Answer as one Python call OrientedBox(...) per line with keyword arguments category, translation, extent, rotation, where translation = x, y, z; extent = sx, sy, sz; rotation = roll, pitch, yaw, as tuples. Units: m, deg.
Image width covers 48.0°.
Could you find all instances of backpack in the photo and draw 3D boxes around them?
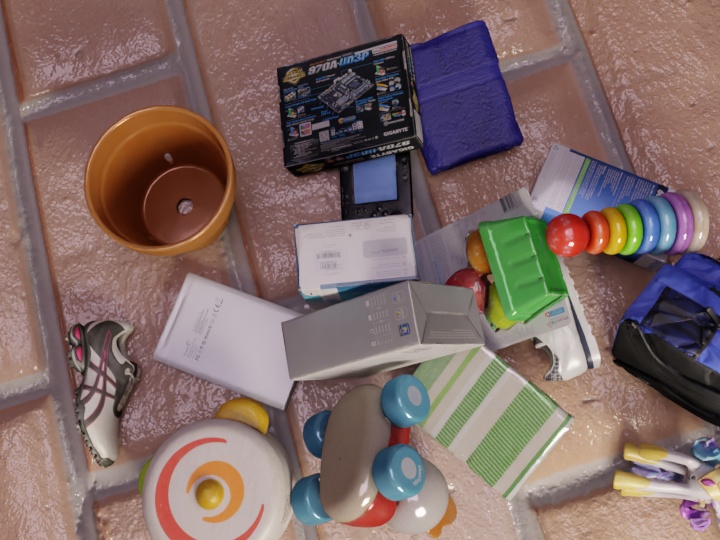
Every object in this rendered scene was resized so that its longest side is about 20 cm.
OrientedBox(category="backpack", translation=(0.438, 0.089, 0.995), extent=(0.200, 0.163, 0.168), rotation=(38, 83, 25))

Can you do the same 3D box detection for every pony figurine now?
OrientedBox(category="pony figurine", translation=(0.419, 0.264, 0.977), extent=(0.199, 0.193, 0.168), rotation=(7, 73, 25))

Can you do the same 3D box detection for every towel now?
OrientedBox(category="towel", translation=(0.140, -0.250, 1.175), extent=(0.147, 0.050, 0.201), rotation=(-17, 77, 7))
OrientedBox(category="towel", translation=(0.157, 0.183, 1.051), extent=(0.200, 0.023, 0.153), rotation=(38, 111, 12))

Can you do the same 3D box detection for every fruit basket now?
OrientedBox(category="fruit basket", translation=(0.169, 0.014, 1.072), extent=(0.200, 0.093, 0.186), rotation=(-29, 70, 42))

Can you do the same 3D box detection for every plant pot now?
OrientedBox(category="plant pot", translation=(-0.259, -0.106, 1.119), extent=(0.199, 0.140, 0.202), rotation=(-1, 76, 4))

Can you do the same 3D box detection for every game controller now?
OrientedBox(category="game controller", translation=(0.021, -0.149, 1.159), extent=(0.104, 0.042, 0.201), rotation=(-3, 76, 3))

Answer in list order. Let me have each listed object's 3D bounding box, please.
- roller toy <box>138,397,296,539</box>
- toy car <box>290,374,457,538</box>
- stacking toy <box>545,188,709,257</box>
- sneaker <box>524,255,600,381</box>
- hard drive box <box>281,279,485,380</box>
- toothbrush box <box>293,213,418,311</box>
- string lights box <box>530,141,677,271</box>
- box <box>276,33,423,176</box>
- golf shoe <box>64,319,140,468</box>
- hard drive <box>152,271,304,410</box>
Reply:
OrientedBox(category="roller toy", translation=(-0.174, 0.280, 1.023), extent=(0.199, 0.140, 0.183), rotation=(-33, 77, -4))
OrientedBox(category="toy car", translation=(0.049, 0.257, 1.027), extent=(0.200, 0.184, 0.178), rotation=(34, 45, -29))
OrientedBox(category="stacking toy", translation=(0.327, -0.054, 1.011), extent=(0.199, 0.085, 0.086), rotation=(-5, 76, -12))
OrientedBox(category="sneaker", translation=(0.252, 0.047, 1.085), extent=(0.080, 0.076, 0.201), rotation=(-20, 75, 9))
OrientedBox(category="hard drive box", translation=(0.028, 0.079, 1.005), extent=(0.199, 0.155, 0.077), rotation=(-20, 74, 33))
OrientedBox(category="toothbrush box", translation=(0.000, 0.000, 1.045), extent=(0.145, 0.200, 0.086), rotation=(-5, 78, 2))
OrientedBox(category="string lights box", translation=(0.336, -0.087, 1.114), extent=(0.199, 0.059, 0.103), rotation=(24, 80, 9))
OrientedBox(category="box", translation=(-0.018, -0.233, 1.152), extent=(0.199, 0.046, 0.160), rotation=(-11, 74, 17))
OrientedBox(category="golf shoe", translation=(-0.343, 0.163, 1.097), extent=(0.087, 0.077, 0.201), rotation=(-11, 77, -6))
OrientedBox(category="hard drive", translation=(-0.172, 0.097, 1.123), extent=(0.199, 0.026, 0.133), rotation=(20, 79, 8))
